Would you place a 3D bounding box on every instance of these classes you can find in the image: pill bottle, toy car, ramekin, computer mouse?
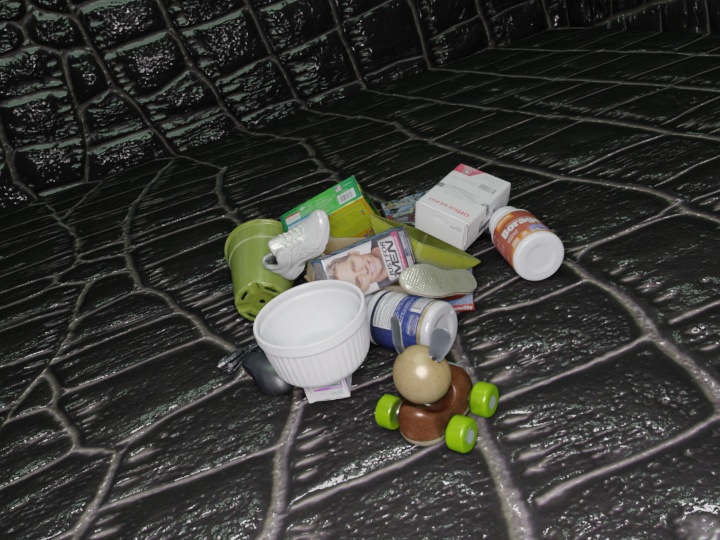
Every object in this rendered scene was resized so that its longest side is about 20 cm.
[{"bbox_3d":[0.357,-0.068,1.355,0.111,0.113,0.200,-16,28,-2],"label":"pill bottle"},{"bbox_3d":[0.107,0.159,0.966,0.163,0.201,0.158,8,35,36],"label":"toy car"},{"bbox_3d":[-0.076,0.113,1.072,0.199,0.106,0.201,-12,30,7],"label":"ramekin"},{"bbox_3d":[0.077,0.099,1.188,0.199,0.112,0.111,10,37,40],"label":"pill bottle"},{"bbox_3d":[-0.197,0.183,1.232,0.138,0.053,0.200,-30,31,-27],"label":"computer mouse"}]

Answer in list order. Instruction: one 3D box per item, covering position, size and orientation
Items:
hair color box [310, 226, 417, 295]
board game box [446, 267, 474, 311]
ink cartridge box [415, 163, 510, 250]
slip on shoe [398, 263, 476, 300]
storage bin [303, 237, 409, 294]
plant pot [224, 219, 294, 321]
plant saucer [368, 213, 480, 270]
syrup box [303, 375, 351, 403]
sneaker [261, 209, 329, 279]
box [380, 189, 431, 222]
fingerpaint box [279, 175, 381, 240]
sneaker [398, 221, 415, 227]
[{"bbox_3d":[0.011,-0.008,1.221,0.199,0.101,0.060,-23,10,-24],"label":"hair color box"},{"bbox_3d":[0.198,0.031,1.352,0.102,0.020,0.200,-6,29,13],"label":"board game box"},{"bbox_3d":[0.243,-0.154,1.459,0.145,0.085,0.200,28,49,28],"label":"ink cartridge box"},{"bbox_3d":[0.149,0.031,1.219,0.199,0.074,0.061,2,-34,-42],"label":"slip on shoe"},{"bbox_3d":[0.000,0.000,1.355,0.199,0.094,0.198,-2,20,-26],"label":"storage bin"},{"bbox_3d":[-0.228,0.014,1.443,0.199,0.201,0.191,-13,39,4],"label":"plant pot"},{"bbox_3d":[0.135,-0.054,1.373,0.199,0.048,0.200,13,15,-39],"label":"plant saucer"},{"bbox_3d":[-0.061,0.157,1.182,0.078,0.082,0.200,-11,27,9],"label":"syrup box"},{"bbox_3d":[-0.141,-0.055,1.297,0.099,0.200,0.078,11,42,-39],"label":"sneaker"},{"bbox_3d":[0.165,-0.174,1.724,0.199,0.040,0.137,-15,27,0],"label":"box"},{"bbox_3d":[-0.060,-0.108,1.435,0.199,0.167,0.074,-28,56,10],"label":"fingerpaint box"},{"bbox_3d":[0.070,-0.094,1.609,0.199,0.077,0.089,-1,17,15],"label":"sneaker"}]
